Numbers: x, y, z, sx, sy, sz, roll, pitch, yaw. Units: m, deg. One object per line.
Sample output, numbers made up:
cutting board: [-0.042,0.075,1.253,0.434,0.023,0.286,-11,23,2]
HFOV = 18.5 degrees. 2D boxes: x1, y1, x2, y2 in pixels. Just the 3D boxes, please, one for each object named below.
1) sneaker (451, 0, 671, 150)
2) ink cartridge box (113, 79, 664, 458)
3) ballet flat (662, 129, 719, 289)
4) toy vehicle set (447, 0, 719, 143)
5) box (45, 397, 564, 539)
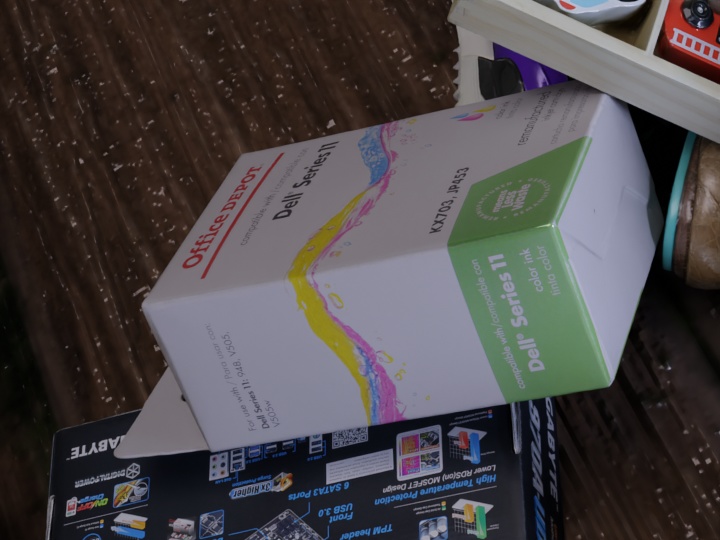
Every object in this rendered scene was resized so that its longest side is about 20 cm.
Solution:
sneaker: [0.085,-0.122,0.886,0.099,0.069,0.202,-25,59,28]
ink cartridge box: [0.000,0.000,0.807,0.199,0.068,0.117,-12,27,24]
ballet flat: [0.160,-0.082,0.840,0.072,0.068,0.201,7,61,8]
toy vehicle set: [0.141,-0.106,0.801,0.199,0.027,0.125,23,64,-7]
box: [-0.024,0.115,0.812,0.199,0.046,0.160,-15,53,18]
